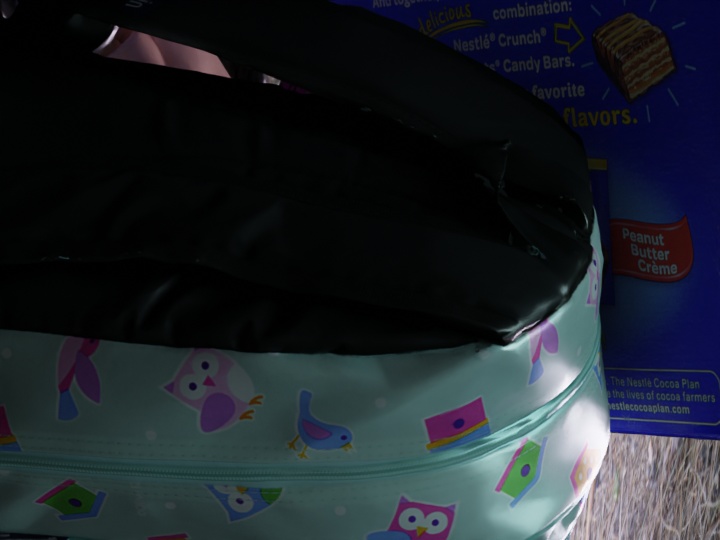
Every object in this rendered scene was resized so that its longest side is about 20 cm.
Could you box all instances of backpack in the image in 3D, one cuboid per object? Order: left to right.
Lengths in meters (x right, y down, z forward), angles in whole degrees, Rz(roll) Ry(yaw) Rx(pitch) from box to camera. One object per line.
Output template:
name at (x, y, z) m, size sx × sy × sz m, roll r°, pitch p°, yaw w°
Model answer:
backpack at (-0.036, 0.013, 0.687) m, size 0.167 × 0.200 × 0.127 m, roll -66°, pitch 159°, yaw -49°

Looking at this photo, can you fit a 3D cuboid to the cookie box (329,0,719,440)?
cookie box at (0.067, -0.062, 0.736) m, size 0.075 × 0.171 × 0.200 m, roll -11°, pitch 97°, yaw -36°

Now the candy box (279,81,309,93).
candy box at (0.000, 0.000, 0.964) m, size 0.136 × 0.061 × 0.200 m, roll -31°, pitch -144°, yaw 54°

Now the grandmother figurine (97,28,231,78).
grandmother figurine at (-0.026, -0.005, 0.821) m, size 0.200 × 0.061 × 0.121 m, roll 55°, pitch 40°, yaw -16°
